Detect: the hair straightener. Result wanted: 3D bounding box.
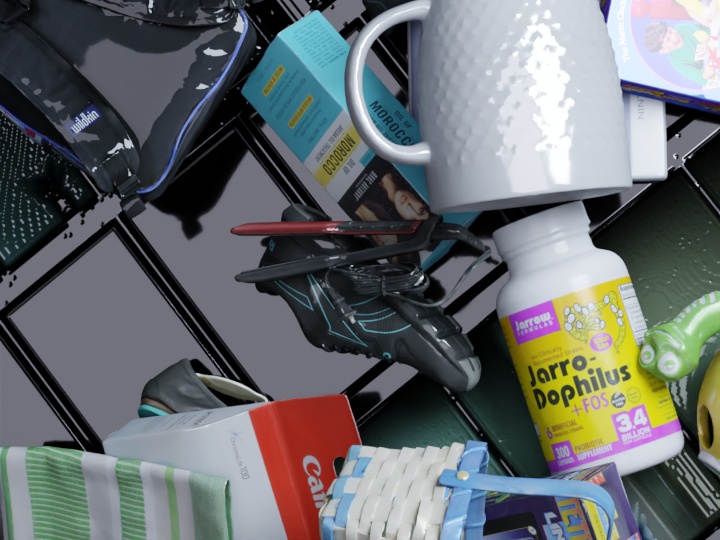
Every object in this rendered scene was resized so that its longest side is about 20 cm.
[{"bbox_3d":[0.000,0.000,1.506,0.198,0.041,0.078,-2,90,15],"label":"hair straightener"}]

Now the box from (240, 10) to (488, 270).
[{"bbox_3d":[0.001,-0.093,1.547,0.200,0.082,0.049,49,51,7],"label":"box"}]

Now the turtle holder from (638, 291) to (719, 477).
[{"bbox_3d":[0.302,0.097,1.469,0.185,0.141,0.132,37,90,-37],"label":"turtle holder"}]

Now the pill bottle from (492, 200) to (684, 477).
[{"bbox_3d":[0.163,0.055,1.517,0.103,0.104,0.202,-19,85,5],"label":"pill bottle"}]

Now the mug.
[{"bbox_3d":[0.086,-0.134,1.446,0.198,0.148,0.177,-6,88,-9],"label":"mug"}]

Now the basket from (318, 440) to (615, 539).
[{"bbox_3d":[0.074,0.209,1.401,0.198,0.140,0.178,4,123,9],"label":"basket"}]

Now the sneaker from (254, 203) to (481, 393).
[{"bbox_3d":[0.005,0.035,1.559,0.200,0.075,0.080,40,101,15],"label":"sneaker"}]

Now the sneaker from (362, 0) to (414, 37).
[{"bbox_3d":[0.096,-0.217,1.538,0.198,0.070,0.101,-7,94,7],"label":"sneaker"}]

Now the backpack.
[{"bbox_3d":[-0.193,-0.166,1.542,0.190,0.154,0.201,32,85,-2],"label":"backpack"}]

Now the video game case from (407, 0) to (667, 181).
[{"bbox_3d":[0.135,-0.159,1.571,0.198,0.023,0.184,-1,87,6],"label":"video game case"}]

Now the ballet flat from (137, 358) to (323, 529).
[{"bbox_3d":[-0.077,0.132,1.558,0.199,0.068,0.069,34,64,8],"label":"ballet flat"}]

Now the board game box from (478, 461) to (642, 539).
[{"bbox_3d":[0.141,0.254,1.484,0.164,0.057,0.202,-17,92,40],"label":"board game box"}]

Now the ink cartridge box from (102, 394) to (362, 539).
[{"bbox_3d":[-0.081,0.182,1.507,0.198,0.047,0.162,-9,104,31],"label":"ink cartridge box"}]

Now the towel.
[{"bbox_3d":[-0.184,0.210,1.532,0.198,0.023,0.154,8,113,24],"label":"towel"}]

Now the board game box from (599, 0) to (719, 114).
[{"bbox_3d":[0.256,-0.227,1.535,0.133,0.045,0.202,13,86,-4],"label":"board game box"}]
